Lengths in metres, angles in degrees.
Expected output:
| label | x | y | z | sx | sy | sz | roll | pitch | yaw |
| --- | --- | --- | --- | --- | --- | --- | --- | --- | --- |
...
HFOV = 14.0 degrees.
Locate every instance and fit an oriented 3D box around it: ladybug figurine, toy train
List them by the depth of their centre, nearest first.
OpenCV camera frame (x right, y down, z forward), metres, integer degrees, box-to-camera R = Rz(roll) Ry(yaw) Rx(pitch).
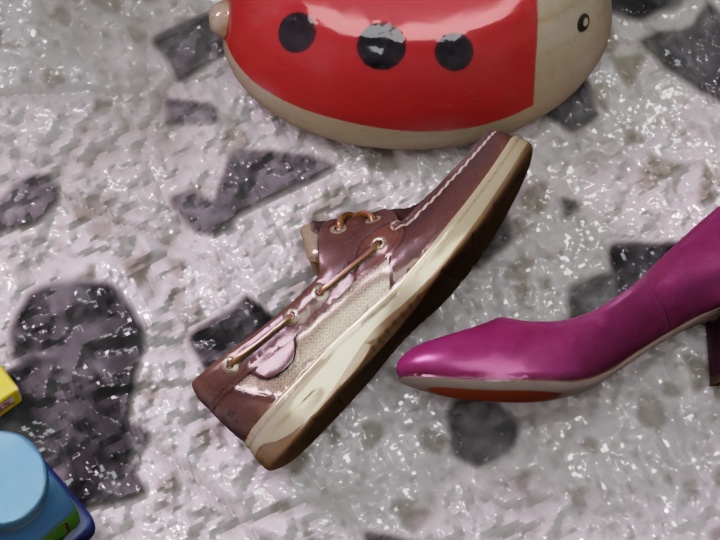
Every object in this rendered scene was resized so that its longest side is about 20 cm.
| label | x | y | z | sx | sy | sz | roll | pitch | yaw |
| --- | --- | --- | --- | --- | --- | --- | --- | --- | --- |
| toy train | -0.212 | 0.151 | 1.307 | 0.200 | 0.116 | 0.085 | -40 | 76 | -12 |
| ladybug figurine | 0.025 | -0.130 | 1.421 | 0.198 | 0.072 | 0.137 | -6 | 73 | -2 |

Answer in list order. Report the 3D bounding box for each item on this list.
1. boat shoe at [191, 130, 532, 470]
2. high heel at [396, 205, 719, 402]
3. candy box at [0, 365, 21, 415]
| label | x | y | z | sx | sy | sz | roll | pitch | yaw |
| --- | --- | --- | --- | --- | --- | --- | --- | --- | --- |
| boat shoe | 0.000 | 0.000 | 1.383 | 0.072 | 0.072 | 0.200 | 40 | 83 | 10 |
| high heel | 0.110 | 0.010 | 1.380 | 0.199 | 0.067 | 0.097 | -3 | 82 | -17 |
| candy box | -0.260 | 0.012 | 1.398 | 0.102 | 0.026 | 0.200 | -36 | 76 | -14 |
